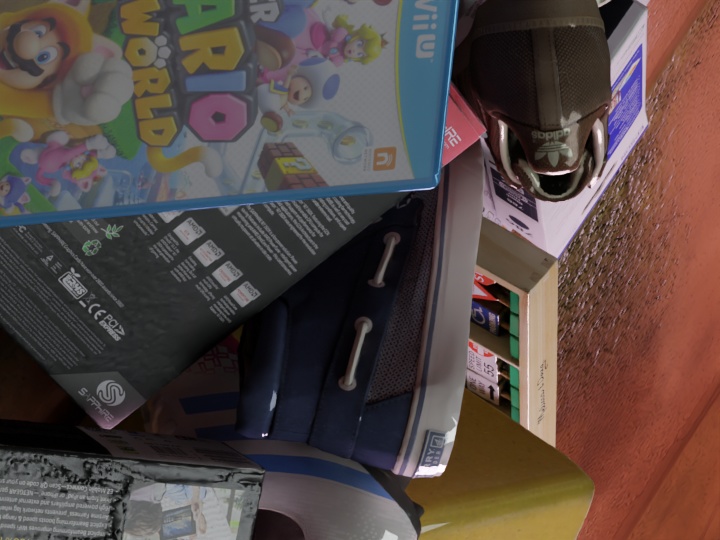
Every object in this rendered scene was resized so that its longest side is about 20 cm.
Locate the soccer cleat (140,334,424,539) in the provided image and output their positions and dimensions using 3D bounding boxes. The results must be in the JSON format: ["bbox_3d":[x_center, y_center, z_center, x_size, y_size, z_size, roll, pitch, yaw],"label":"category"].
[{"bbox_3d":[-0.062,0.075,1.202,0.086,0.200,0.070,-41,143,-19],"label":"soccer cleat"}]

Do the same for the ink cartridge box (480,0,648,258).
[{"bbox_3d":[0.106,-0.072,1.422,0.100,0.039,0.200,-56,167,-9],"label":"ink cartridge box"}]

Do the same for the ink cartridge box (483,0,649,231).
[{"bbox_3d":[0.094,-0.106,1.477,0.200,0.037,0.095,-57,154,-2],"label":"ink cartridge box"}]

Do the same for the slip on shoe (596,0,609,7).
[{"bbox_3d":[0.049,-0.195,1.145,0.074,0.200,0.061,-34,-171,19],"label":"slip on shoe"}]

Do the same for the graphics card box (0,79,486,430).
[{"bbox_3d":[-0.063,-0.040,1.111,0.200,0.051,0.125,-40,134,2],"label":"graphics card box"}]

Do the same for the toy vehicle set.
[{"bbox_3d":[0.044,0.033,1.453,0.027,0.124,0.200,-48,154,-27],"label":"toy vehicle set"}]

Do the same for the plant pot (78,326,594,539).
[{"bbox_3d":[-0.048,0.143,1.322,0.200,0.195,0.195,-6,123,-50],"label":"plant pot"}]

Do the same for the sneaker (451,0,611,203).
[{"bbox_3d":[0.072,-0.062,1.188,0.200,0.070,0.076,53,34,-80],"label":"sneaker"}]

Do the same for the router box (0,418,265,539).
[{"bbox_3d":[-0.148,0.134,1.101,0.200,0.051,0.150,8,97,-28],"label":"router box"}]

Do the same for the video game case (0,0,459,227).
[{"bbox_3d":[-0.059,-0.088,1.036,0.200,0.018,0.143,-6,119,-20],"label":"video game case"}]

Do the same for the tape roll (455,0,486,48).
[{"bbox_3d":[0.017,-0.109,1.256,0.200,0.066,0.200,-52,169,-14],"label":"tape roll"}]

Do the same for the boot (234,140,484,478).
[{"bbox_3d":[0.000,0.000,1.192,0.200,0.090,0.073,-84,-172,-51],"label":"boot"}]
